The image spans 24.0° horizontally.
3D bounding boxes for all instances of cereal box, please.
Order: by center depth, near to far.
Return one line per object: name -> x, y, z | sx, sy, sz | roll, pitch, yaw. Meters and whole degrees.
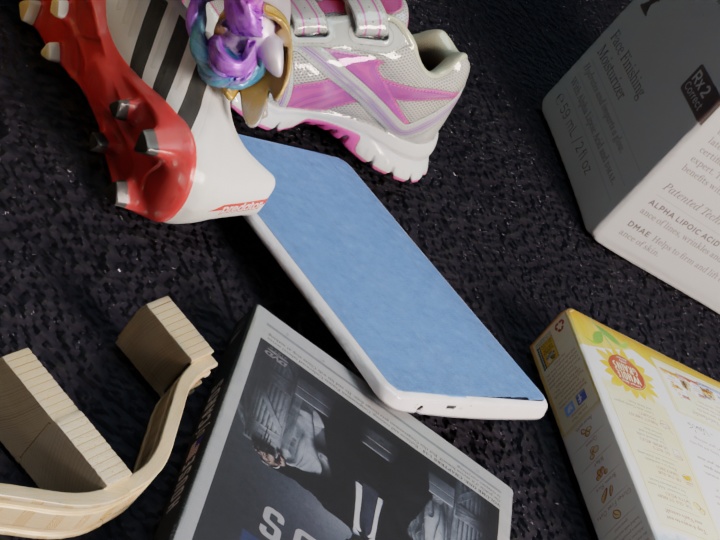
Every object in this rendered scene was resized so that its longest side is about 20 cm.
cereal box -> 0.173, 0.121, 0.891 | 0.143, 0.040, 0.201 | 26, 31, -29

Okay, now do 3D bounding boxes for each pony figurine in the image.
pony figurine -> -0.039, -0.190, 0.754 | 0.165, 0.194, 0.202 | 5, 60, 2

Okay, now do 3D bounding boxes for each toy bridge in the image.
toy bridge -> -0.110, 0.060, 0.604 | 0.067, 0.027, 0.200 | 49, 27, 10

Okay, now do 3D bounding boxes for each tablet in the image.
tablet -> 0.000, 0.000, 0.839 | 0.130, 0.014, 0.200 | 9, 34, -49

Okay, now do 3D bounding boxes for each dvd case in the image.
dvd case -> -0.006, 0.110, 0.677 | 0.150, 0.025, 0.200 | 37, 26, -12

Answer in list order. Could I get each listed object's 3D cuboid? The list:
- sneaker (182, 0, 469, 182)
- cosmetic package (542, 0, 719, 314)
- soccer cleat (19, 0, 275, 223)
sneaker -> -0.021, -0.123, 0.922 | 0.199, 0.089, 0.082 | 17, 27, -41
cosmetic package -> 0.260, -0.104, 1.167 | 0.164, 0.200, 0.166 | 27, 29, -28
soccer cleat -> -0.103, -0.105, 0.814 | 0.085, 0.069, 0.201 | 5, 49, -43
